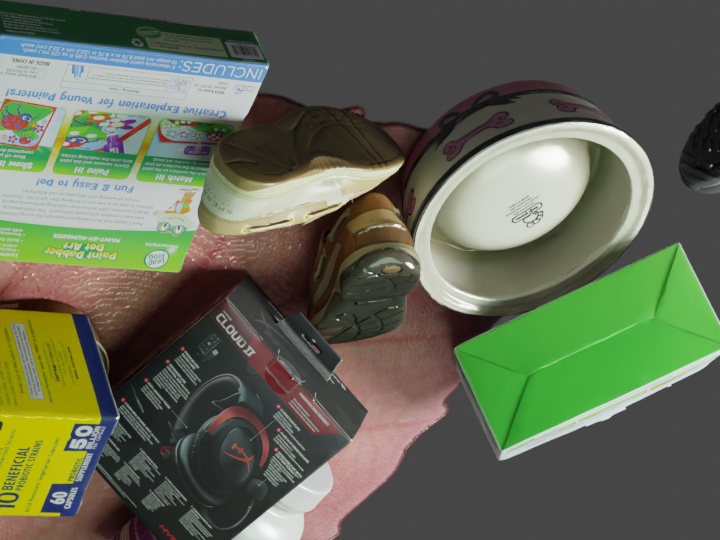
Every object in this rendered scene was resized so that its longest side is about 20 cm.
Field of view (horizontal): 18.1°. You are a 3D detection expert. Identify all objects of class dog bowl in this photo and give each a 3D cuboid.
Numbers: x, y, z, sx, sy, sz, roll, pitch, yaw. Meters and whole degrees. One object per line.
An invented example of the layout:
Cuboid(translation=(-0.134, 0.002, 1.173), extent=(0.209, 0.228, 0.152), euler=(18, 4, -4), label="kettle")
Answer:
Cuboid(translation=(0.120, -0.060, 1.737), extent=(0.199, 0.074, 0.201), euler=(-14, 137, -13), label="dog bowl")

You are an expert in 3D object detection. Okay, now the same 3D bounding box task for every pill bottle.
Cuboid(translation=(-0.118, 0.214, 1.878), extent=(0.112, 0.113, 0.200), euler=(26, 119, -41), label="pill bottle")

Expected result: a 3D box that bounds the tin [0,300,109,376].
Cuboid(translation=(-0.291, 0.076, 1.709), extent=(0.199, 0.042, 0.112), euler=(-4, 131, -22), label="tin")

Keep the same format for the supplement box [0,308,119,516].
Cuboid(translation=(-0.292, 0.101, 1.625), extent=(0.199, 0.110, 0.109), euler=(4, 132, -28), label="supplement box")

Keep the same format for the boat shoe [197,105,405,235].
Cuboid(translation=(-0.046, -0.068, 1.617), extent=(0.200, 0.074, 0.067), euler=(-11, 142, -51), label="boat shoe")

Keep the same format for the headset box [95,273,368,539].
Cuboid(translation=(-0.103, 0.113, 1.750), extent=(0.200, 0.075, 0.149), euler=(-41, 94, 18), label="headset box")

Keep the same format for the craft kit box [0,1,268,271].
Cuboid(translation=(-0.189, -0.088, 1.573), extent=(0.199, 0.049, 0.198), euler=(5, 129, -29), label="craft kit box")

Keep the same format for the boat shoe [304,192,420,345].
Cuboid(translation=(0.000, 0.000, 1.730), extent=(0.075, 0.074, 0.200), euler=(-4, 160, -18), label="boat shoe")

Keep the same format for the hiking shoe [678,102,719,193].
Cuboid(translation=(0.351, -0.106, 1.797), extent=(0.199, 0.076, 0.101), euler=(-30, 135, 5), label="hiking shoe")

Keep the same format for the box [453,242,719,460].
Cuboid(translation=(0.184, 0.072, 1.830), extent=(0.199, 0.097, 0.176), euler=(-25, 173, 1), label="box")
